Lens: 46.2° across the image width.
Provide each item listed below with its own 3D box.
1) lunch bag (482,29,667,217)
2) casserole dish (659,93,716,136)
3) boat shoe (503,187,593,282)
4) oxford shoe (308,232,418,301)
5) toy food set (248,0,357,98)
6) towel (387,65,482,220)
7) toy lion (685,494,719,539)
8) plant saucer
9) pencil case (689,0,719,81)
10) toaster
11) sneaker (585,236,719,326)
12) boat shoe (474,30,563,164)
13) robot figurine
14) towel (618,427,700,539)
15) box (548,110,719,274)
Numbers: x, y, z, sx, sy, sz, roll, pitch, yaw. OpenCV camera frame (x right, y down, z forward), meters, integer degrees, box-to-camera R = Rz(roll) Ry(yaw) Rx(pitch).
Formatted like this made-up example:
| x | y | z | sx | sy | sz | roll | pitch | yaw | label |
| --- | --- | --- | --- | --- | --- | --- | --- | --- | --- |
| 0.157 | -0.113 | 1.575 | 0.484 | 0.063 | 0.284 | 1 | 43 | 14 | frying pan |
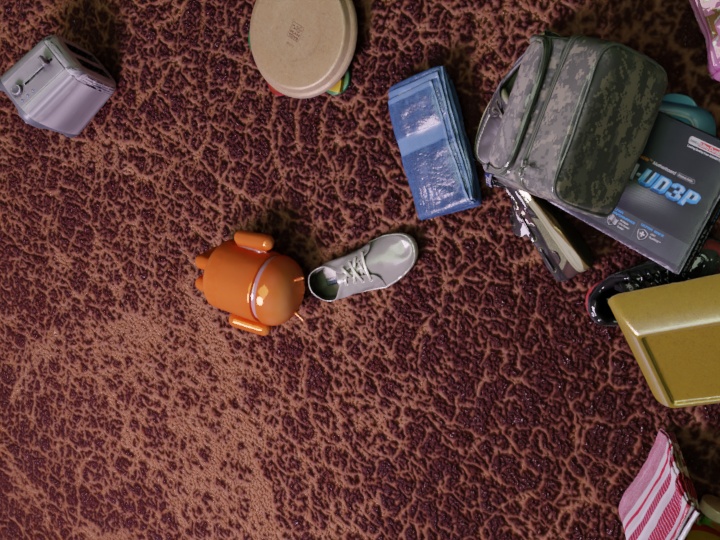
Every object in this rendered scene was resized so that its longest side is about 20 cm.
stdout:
| x | y | z | sx | sy | sz | roll | pitch | yaw | label |
| --- | --- | --- | --- | --- | --- | --- | --- | --- | --- |
| 0.242 | -0.178 | 1.017 | 0.167 | 0.137 | 0.204 | 34 | 109 | 54 | lunch bag |
| 0.374 | -0.124 | 1.073 | 0.120 | 0.038 | 0.205 | 19 | 103 | 37 | casserole dish |
| 0.233 | -0.070 | 1.147 | 0.065 | 0.073 | 0.201 | -39 | 86 | 28 | boat shoe |
| 0.000 | 0.000 | 1.296 | 0.197 | 0.057 | 0.077 | -21 | 86 | 27 | oxford shoe |
| -0.089 | -0.361 | 1.287 | 0.197 | 0.048 | 0.202 | 20 | 107 | 23 | toy food set |
| 0.102 | -0.178 | 1.211 | 0.110 | 0.048 | 0.204 | -15 | 92 | 38 | towel |
| 0.469 | 0.368 | 1.035 | 0.197 | 0.191 | 0.070 | 28 | 110 | 20 | toy lion |
| 0.426 | 0.098 | 1.028 | 0.197 | 0.049 | 0.201 | -14 | 126 | 32 | plant saucer |
| 0.426 | -0.332 | 1.004 | 0.085 | 0.082 | 0.204 | -21 | 89 | 27 | pencil case |
| -0.509 | -0.313 | 1.449 | 0.129 | 0.200 | 0.114 | -41 | 80 | 9 | toaster |
| 0.376 | 0.020 | 1.080 | 0.198 | 0.097 | 0.072 | -27 | 84 | 27 | sneaker |
| 0.208 | -0.229 | 1.142 | 0.071 | 0.066 | 0.203 | 36 | 114 | 14 | boat shoe |
| -0.172 | 0.021 | 1.357 | 0.197 | 0.117 | 0.146 | 16 | 78 | 25 | robot figurine |
| 0.373 | 0.304 | 1.073 | 0.022 | 0.200 | 0.146 | 22 | 108 | 4 | towel |
| 0.349 | -0.113 | 1.040 | 0.199 | 0.046 | 0.161 | 36 | 112 | 33 | box |
